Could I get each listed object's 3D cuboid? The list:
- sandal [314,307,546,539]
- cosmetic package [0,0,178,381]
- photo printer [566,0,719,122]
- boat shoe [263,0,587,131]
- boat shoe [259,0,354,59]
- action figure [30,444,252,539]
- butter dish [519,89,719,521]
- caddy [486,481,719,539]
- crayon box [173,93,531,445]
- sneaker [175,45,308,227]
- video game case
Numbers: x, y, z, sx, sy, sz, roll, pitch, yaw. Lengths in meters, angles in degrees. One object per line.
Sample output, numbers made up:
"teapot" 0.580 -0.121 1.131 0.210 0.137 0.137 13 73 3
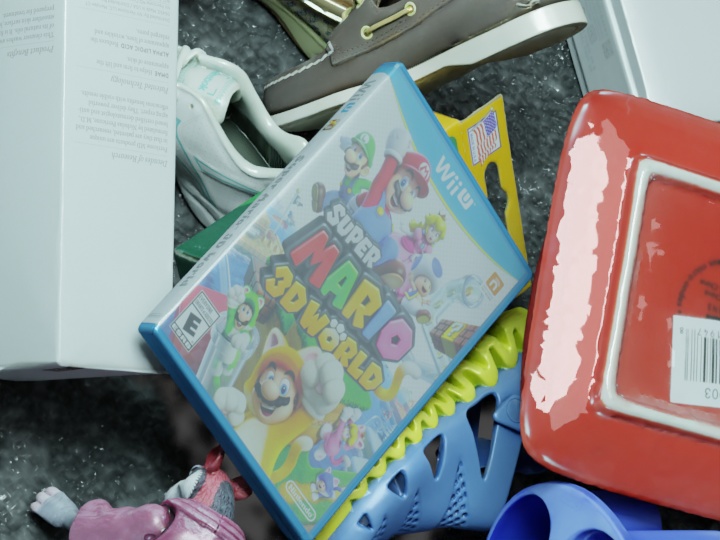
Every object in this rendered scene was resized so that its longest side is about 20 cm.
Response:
"sandal" 0.045 0.103 1.359 0.200 0.079 0.087 -40 95 -32
"cosmetic package" -0.153 -0.047 1.259 0.081 0.112 0.202 5 85 -48
"photo printer" 0.219 -0.152 1.551 0.199 0.069 0.168 -6 73 -29
"boat shoe" 0.026 -0.125 1.372 0.072 0.199 0.060 -12 84 -56
"boat shoe" -0.041 -0.184 1.435 0.200 0.063 0.073 40 58 -7
"action figure" -0.106 0.166 1.221 0.133 0.149 0.201 29 74 -7
"butter dish" 0.158 0.032 1.354 0.199 0.148 0.201 16 75 -21
"caddy" 0.116 0.203 1.295 0.104 0.141 0.202 -5 107 -32
"crayon box" 0.000 0.000 1.351 0.200 0.051 0.126 -35 129 -33
"sneaker" -0.102 -0.098 1.362 0.200 0.080 0.071 37 60 -8
"video game case" -0.007 0.015 1.280 0.200 0.018 0.144 -48 118 -28
